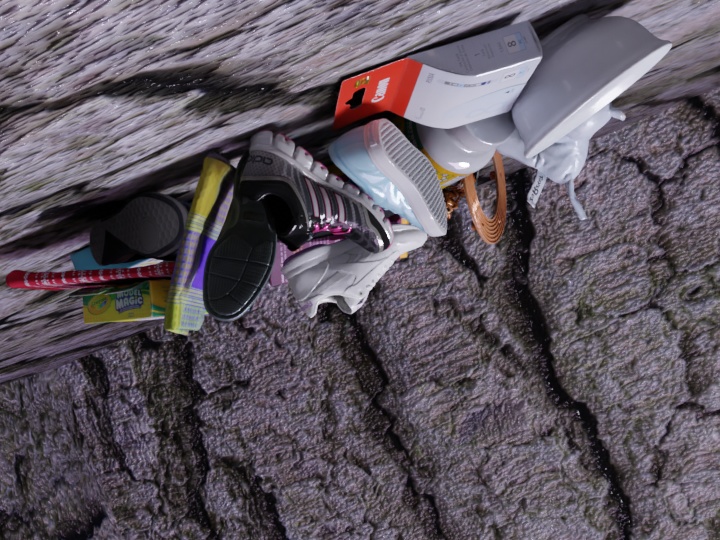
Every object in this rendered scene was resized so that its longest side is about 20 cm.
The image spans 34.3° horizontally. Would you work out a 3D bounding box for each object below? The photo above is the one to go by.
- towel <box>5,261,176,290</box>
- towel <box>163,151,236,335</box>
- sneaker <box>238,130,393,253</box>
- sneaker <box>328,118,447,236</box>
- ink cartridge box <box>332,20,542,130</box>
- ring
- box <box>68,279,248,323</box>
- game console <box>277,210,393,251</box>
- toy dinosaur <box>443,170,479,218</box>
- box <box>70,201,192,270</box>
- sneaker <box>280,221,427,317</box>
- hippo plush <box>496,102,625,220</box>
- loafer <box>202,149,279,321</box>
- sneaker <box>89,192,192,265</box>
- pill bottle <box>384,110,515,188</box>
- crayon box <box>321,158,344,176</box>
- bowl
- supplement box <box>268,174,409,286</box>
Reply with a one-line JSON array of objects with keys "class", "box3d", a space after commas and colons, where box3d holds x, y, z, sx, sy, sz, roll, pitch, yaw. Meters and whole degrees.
[{"class": "towel", "box3d": [-0.294, 0.004, 1.360, 0.200, 0.023, 0.145, -5, 178, 6]}, {"class": "towel", "box3d": [-0.172, -0.027, 1.283, 0.023, 0.200, 0.144, 15, 175, 4]}, {"class": "sneaker", "box3d": [-0.053, -0.063, 1.259, 0.074, 0.200, 0.088, 1, -120, 57]}, {"class": "sneaker", "box3d": [0.031, -0.099, 1.308, 0.082, 0.074, 0.200, -12, 143, 25]}, {"class": "ink cartridge box", "box3d": [0.075, -0.182, 1.212, 0.200, 0.047, 0.160, -19, 171, -9]}, {"class": "ring", "box3d": [0.167, -0.135, 1.630, 0.019, 0.201, 0.200, -8, -177, 23]}, {"class": "box", "box3d": [-0.240, 0.035, 1.401, 0.117, 0.048, 0.200, -6, 175, 35]}, {"class": "game console", "box3d": [-0.042, -0.100, 1.428, 0.116, 0.176, 0.200, -49, -172, -22]}, {"class": "toy dinosaur", "box3d": [0.114, -0.141, 1.618, 0.102, 0.136, 0.200, -40, -149, 29]}, {"class": "box", "box3d": [-0.281, -0.037, 1.571, 0.200, 0.049, 0.082, -22, 178, 12]}, {"class": "sneaker", "box3d": [0.000, 0.000, 1.517, 0.200, 0.100, 0.075, -20, 172, -16]}, {"class": "hippo plush", "box3d": [0.266, -0.209, 1.592, 0.159, 0.200, 0.161, 15, 149, -2]}, {"class": "loafer", "box3d": [-0.125, -0.034, 1.294, 0.072, 0.200, 0.063, 15, 165, -2]}, {"class": "sneaker", "box3d": [-0.209, -0.051, 1.368, 0.146, 0.077, 0.202, -6, 178, -38]}, {"class": "pill bottle", "box3d": [0.094, -0.158, 1.401, 0.113, 0.113, 0.200, -20, 178, -34]}, {"class": "crayon box", "box3d": [-0.042, -0.125, 1.714, 0.126, 0.052, 0.200, -21, 177, -6]}, {"class": "bowl", "box3d": [0.238, -0.221, 1.299, 0.201, 0.090, 0.201, -36, 175, -4]}, {"class": "supplement box", "box3d": [-0.045, -0.062, 1.602, 0.200, 0.110, 0.086, -12, 132, -14]}]
